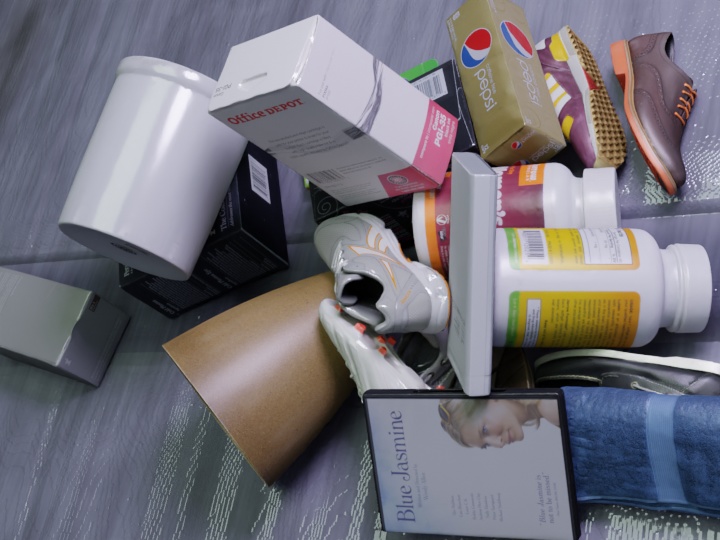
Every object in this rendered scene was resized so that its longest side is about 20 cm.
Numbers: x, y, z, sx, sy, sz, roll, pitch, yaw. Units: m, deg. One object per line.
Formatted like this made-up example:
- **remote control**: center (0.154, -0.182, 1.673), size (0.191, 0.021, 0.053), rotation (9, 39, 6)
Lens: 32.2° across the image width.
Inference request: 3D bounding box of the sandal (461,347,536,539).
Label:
- **sandal**: center (0.151, 0.165, 1.210), size (0.080, 0.054, 0.201), rotation (-23, 69, 28)

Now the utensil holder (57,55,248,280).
- **utensil holder**: center (-0.228, -0.110, 1.395), size (0.169, 0.170, 0.201), rotation (12, 75, 37)

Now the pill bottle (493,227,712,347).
- **pill bottle**: center (0.217, 0.016, 1.164), size (0.199, 0.111, 0.112), rotation (0, 62, 0)

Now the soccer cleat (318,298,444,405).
- **soccer cleat**: center (0.018, 0.110, 1.232), size (0.200, 0.069, 0.078), rotation (45, 110, 19)

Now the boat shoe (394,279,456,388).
- **boat shoe**: center (0.077, 0.069, 1.292), size (0.071, 0.069, 0.201), rotation (16, 73, 41)

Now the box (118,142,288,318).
- **box**: center (-0.198, -0.074, 1.530), size (0.182, 0.104, 0.201), rotation (-25, 54, 22)

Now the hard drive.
- **hard drive**: center (0.102, -0.001, 1.158), size (0.027, 0.132, 0.201), rotation (-1, 104, -4)

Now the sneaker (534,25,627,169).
- **sneaker**: center (0.219, -0.166, 1.334), size (0.090, 0.075, 0.201), rotation (-31, 46, 27)

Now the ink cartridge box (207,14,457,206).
- **ink cartridge box**: center (-0.026, -0.152, 1.226), size (0.146, 0.200, 0.083), rotation (-7, 59, 48)

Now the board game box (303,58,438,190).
- **board game box**: center (0.016, -0.172, 1.493), size (0.199, 0.030, 0.096), rotation (-26, 54, 23)

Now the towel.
- **towel**: center (0.264, 0.160, 1.097), size (0.199, 0.112, 0.048), rotation (2, 21, 37)

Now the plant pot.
- **plant pot**: center (-0.077, 0.094, 1.326), size (0.200, 0.187, 0.186), rotation (-38, 49, -9)

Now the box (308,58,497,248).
- **box**: center (0.053, -0.118, 1.382), size (0.199, 0.115, 0.133), rotation (-24, 53, 20)

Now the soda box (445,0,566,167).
- **soda box**: center (0.151, -0.200, 1.316), size (0.064, 0.068, 0.201), rotation (-39, 47, 35)

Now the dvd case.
- **dvd case**: center (0.101, 0.180, 1.163), size (0.199, 0.018, 0.143), rotation (-3, 102, 27)

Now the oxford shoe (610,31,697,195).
- **oxford shoe**: center (0.308, -0.168, 1.271), size (0.072, 0.071, 0.201), rotation (-19, 56, 18)

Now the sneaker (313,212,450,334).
- **sneaker**: center (0.000, 0.000, 1.245), size (0.200, 0.092, 0.076), rotation (36, 124, 45)

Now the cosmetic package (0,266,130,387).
- **cosmetic package**: center (-0.404, 0.070, 1.602), size (0.199, 0.090, 0.107), rotation (15, 74, 35)

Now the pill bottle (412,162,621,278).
- **pill bottle**: center (0.159, -0.051, 1.258), size (0.199, 0.110, 0.110), rotation (-4, 62, 15)

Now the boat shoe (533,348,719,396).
- **boat shoe**: center (0.248, 0.114, 1.155), size (0.199, 0.072, 0.068), rotation (6, 69, 33)
